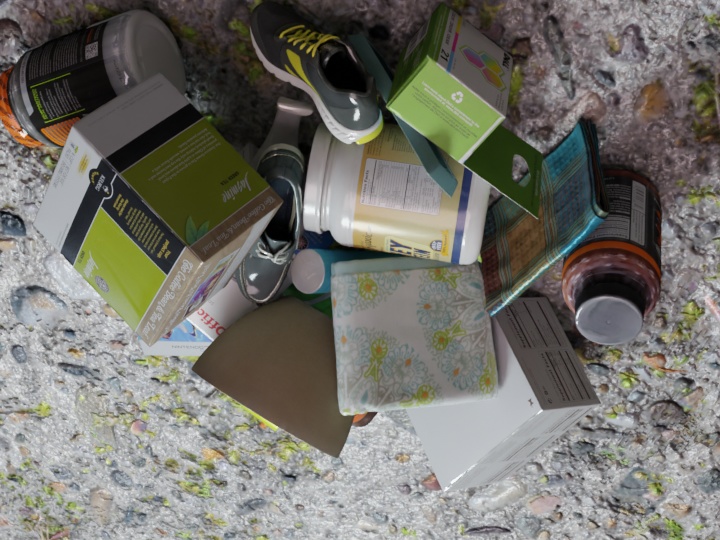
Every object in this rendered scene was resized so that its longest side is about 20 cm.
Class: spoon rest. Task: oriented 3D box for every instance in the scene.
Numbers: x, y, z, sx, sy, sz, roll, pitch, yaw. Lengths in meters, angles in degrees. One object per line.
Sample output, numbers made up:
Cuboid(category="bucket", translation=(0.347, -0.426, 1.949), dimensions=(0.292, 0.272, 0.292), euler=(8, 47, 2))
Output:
Cuboid(category="spoon rest", translation=(-0.094, -0.108, 1.426), dimensions=(0.099, 0.061, 0.201), euler=(13, 121, -9))

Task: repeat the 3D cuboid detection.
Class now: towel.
Cuboid(category="towel", translation=(0.197, -0.058, 1.399), dimensions=(0.022, 0.147, 0.200), euler=(23, 134, -25))
Cuboid(category="towel", translation=(0.062, 0.070, 1.433), dimensions=(0.199, 0.173, 0.048), euler=(-2, 173, -25))

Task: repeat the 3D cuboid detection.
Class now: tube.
Cuboid(category="tube", translation=(0.000, 0.000, 1.499), dimensions=(0.077, 0.199, 0.051), euler=(-26, 75, 35))

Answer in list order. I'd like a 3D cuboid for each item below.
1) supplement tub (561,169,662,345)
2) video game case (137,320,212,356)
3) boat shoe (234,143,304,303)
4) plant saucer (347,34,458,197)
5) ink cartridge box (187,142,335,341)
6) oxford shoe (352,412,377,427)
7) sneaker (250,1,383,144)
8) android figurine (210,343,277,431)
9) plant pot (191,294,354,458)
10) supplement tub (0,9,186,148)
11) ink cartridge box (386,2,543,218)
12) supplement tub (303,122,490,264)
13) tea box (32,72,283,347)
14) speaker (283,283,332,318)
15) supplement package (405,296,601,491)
Cuboid(category="supplement tub", translation=(0.273, -0.012, 1.370), dimensions=(0.106, 0.201, 0.107), euler=(7, 133, 8))
Cuboid(category="video game case", translation=(-0.222, 0.025, 1.654), dimensions=(0.180, 0.046, 0.201), euler=(-1, 127, 16))
Cuboid(category="boat shoe", translation=(-0.103, -0.040, 1.395), dimensions=(0.072, 0.062, 0.201), euler=(9, 122, -10))
Cuboid(category="plant saucer", translation=(0.046, -0.168, 1.331), dimensions=(0.019, 0.201, 0.070), euler=(-34, 151, 11))
Cuboid(category="ink cartridge box", translation=(-0.149, -0.027, 1.518), dimensions=(0.145, 0.084, 0.200), euler=(42, 103, -18))
Cuboid(category="oxford shoe", translation=(0.028, 0.102, 1.579), dimensions=(0.071, 0.201, 0.073), euler=(27, 172, 31))
Cuboid(category="sneaker", translation=(-0.042, -0.227, 1.337), dimensions=(0.200, 0.074, 0.085), euler=(46, 156, 17))
Cuboid(category="android figurine", translation=(-0.104, 0.139, 1.629), dimensions=(0.200, 0.041, 0.182), euler=(37, 141, -3))
Cuboid(category="plant pot", translation=(-0.077, 0.109, 1.469), dimensions=(0.200, 0.135, 0.200), euler=(31, 175, 3))
Cuboid(category="supplement tub", translation=(-0.310, -0.212, 1.440), dimensions=(0.199, 0.123, 0.123), euler=(-13, 123, 25))
Cuboid(category="ink cartridge box", translation=(0.134, -0.169, 1.323), dimensions=(0.199, 0.148, 0.076), euler=(35, 122, -13))
Cuboid(category="supplement tub", translation=(0.043, -0.090, 1.409), dimensions=(0.199, 0.145, 0.145), euler=(9, 130, 5))
Cuboid(category="tea box", translation=(-0.220, -0.061, 1.351), dimensions=(0.197, 0.134, 0.200), euler=(47, 142, 4))
Cuboid(category="speaker", translation=(-0.031, 0.078, 1.613), dimensions=(0.088, 0.089, 0.201), euler=(-9, 125, 23))
Cuboid(category="supplement package", translation=(0.163, 0.150, 1.546), dimensions=(0.110, 0.156, 0.200), euler=(0, 145, -42))
